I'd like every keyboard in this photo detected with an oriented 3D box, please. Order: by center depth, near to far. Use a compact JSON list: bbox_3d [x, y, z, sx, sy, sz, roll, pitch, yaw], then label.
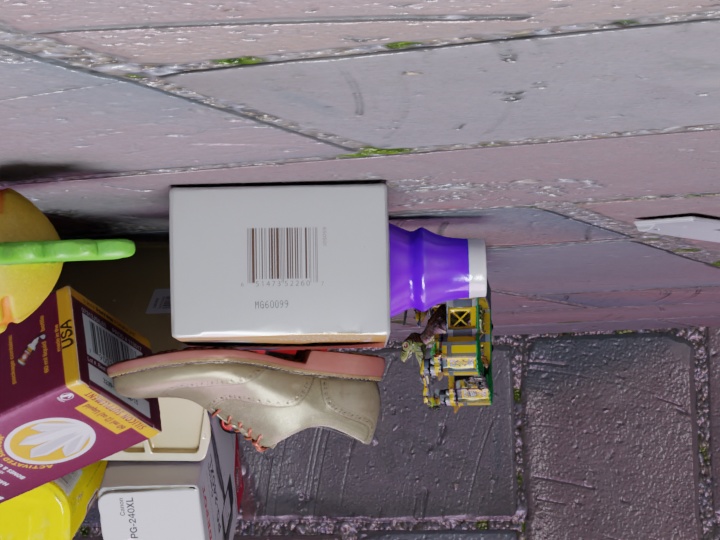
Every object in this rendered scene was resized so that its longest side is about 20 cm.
[{"bbox_3d":[0.304,-0.036,1.803,0.056,0.011,0.200,-11,171,34],"label":"keyboard"}]

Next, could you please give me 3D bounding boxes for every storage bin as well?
[{"bbox_3d":[-0.196,0.062,1.722,0.198,0.094,0.200,1,-152,8],"label":"storage bin"}]

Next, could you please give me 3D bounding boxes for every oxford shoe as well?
[{"bbox_3d":[-0.082,0.092,1.511,0.200,0.075,0.070,2,178,-5],"label":"oxford shoe"}]

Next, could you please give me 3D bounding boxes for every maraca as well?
[{"bbox_3d":[-0.242,-0.008,1.342,0.200,0.107,0.137,-3,-177,24],"label":"maraca"}]

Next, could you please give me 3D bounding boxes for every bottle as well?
[{"bbox_3d":[0.000,0.000,1.680,0.200,0.084,0.065,-2,175,1],"label":"bottle"}]

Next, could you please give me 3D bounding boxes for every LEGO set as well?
[{"bbox_3d":[0.058,0.051,1.945,0.116,0.154,0.200,-2,172,8],"label":"LEGO set"}]

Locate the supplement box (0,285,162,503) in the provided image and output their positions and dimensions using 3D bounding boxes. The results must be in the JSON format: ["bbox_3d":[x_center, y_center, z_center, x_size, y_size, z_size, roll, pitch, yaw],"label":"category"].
[{"bbox_3d":[-0.263,0.103,1.567,0.200,0.086,0.110,-24,145,19],"label":"supplement box"}]

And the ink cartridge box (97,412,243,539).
[{"bbox_3d":[-0.153,0.183,1.744,0.083,0.145,0.200,-2,-151,5],"label":"ink cartridge box"}]

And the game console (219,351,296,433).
[{"bbox_3d":[-0.061,0.056,1.813,0.031,0.177,0.200,24,-179,14],"label":"game console"}]

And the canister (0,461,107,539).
[{"bbox_3d":[-0.282,0.160,1.758,0.148,0.087,0.200,6,-159,7],"label":"canister"}]

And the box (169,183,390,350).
[{"bbox_3d":[-0.055,0.001,1.530,0.152,0.106,0.200,-2,175,1],"label":"box"}]
